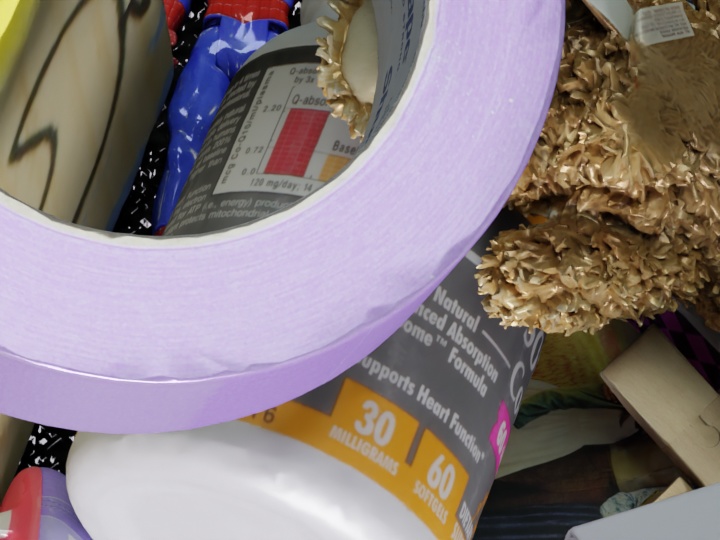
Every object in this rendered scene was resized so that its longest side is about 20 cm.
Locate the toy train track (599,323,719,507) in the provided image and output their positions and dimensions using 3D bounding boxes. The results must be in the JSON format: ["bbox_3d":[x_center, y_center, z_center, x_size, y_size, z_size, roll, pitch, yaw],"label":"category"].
[{"bbox_3d":[0.083,0.095,0.856,0.200,0.033,0.115,-41,86,-17],"label":"toy train track"}]

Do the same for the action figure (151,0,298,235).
[{"bbox_3d":[-0.039,-0.065,0.971,0.065,0.052,0.201,3,56,3],"label":"action figure"}]

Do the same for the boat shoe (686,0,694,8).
[{"bbox_3d":[0.120,-0.115,0.937,0.198,0.062,0.075,8,87,4],"label":"boat shoe"}]

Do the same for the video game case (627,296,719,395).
[{"bbox_3d":[0.126,-0.065,0.969,0.181,0.036,0.200,-30,54,-20],"label":"video game case"}]

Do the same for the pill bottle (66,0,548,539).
[{"bbox_3d":[0.000,0.000,0.858,0.116,0.117,0.201,19,63,7],"label":"pill bottle"}]

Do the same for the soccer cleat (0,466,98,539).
[{"bbox_3d":[-0.074,0.152,0.831,0.076,0.067,0.201,6,57,-20],"label":"soccer cleat"}]

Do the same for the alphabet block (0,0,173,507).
[{"bbox_3d":[-0.178,-0.047,0.834,0.195,0.200,0.196,18,74,6],"label":"alphabet block"}]

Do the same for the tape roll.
[{"bbox_3d":[-0.054,-0.065,0.708,0.199,0.066,0.202,3,76,-11],"label":"tape roll"}]

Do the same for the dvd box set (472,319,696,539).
[{"bbox_3d":[0.097,0.075,0.906,0.199,0.029,0.147,-9,60,-10],"label":"dvd box set"}]

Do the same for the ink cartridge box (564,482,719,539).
[{"bbox_3d":[0.155,0.120,0.798,0.199,0.145,0.085,-14,38,-17],"label":"ink cartridge box"}]

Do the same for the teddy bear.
[{"bbox_3d":[0.074,-0.043,0.820,0.199,0.067,0.146,14,66,-28],"label":"teddy bear"}]
